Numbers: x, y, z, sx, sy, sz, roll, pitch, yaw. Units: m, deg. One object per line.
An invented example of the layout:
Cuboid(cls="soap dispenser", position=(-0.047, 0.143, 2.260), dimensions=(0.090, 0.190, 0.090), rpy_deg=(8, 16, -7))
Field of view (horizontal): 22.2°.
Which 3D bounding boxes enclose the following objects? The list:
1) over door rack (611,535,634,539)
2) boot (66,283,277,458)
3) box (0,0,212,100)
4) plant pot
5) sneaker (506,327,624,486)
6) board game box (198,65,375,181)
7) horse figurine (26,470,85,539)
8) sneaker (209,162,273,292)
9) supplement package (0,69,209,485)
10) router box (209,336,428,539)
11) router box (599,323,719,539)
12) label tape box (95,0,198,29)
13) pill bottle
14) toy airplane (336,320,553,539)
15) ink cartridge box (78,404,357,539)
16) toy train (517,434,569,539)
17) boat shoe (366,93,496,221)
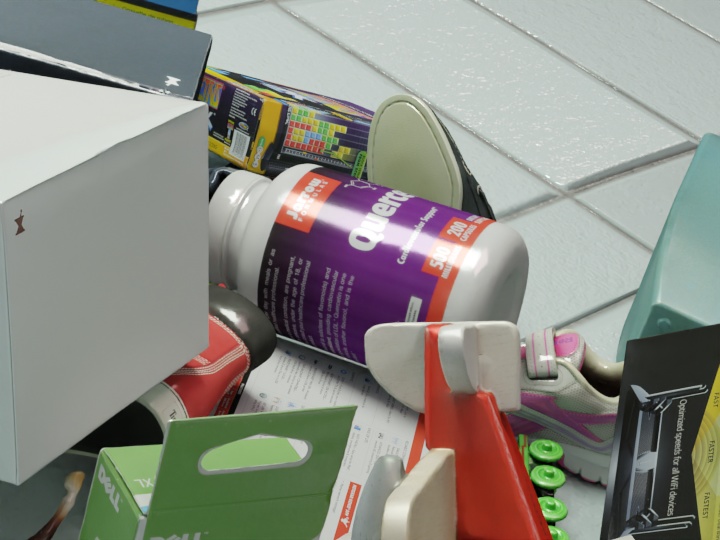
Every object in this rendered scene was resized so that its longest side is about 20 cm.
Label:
Cuboid(cls="over door rack", position=(0.090, 0.237, 0.949), dimensions=(0.199, 0.067, 0.148), rpy_deg=(-18, 41, -16))
Cuboid(cls="boot", position=(-0.156, 0.044, 1.100), dimensions=(0.199, 0.073, 0.144), rpy_deg=(12, 33, 26))
Cuboid(cls="box", position=(-0.192, -0.063, 1.172), dimensions=(0.147, 0.201, 0.107), rpy_deg=(16, 30, -5))
Cuboid(cls="plant pot", position=(0.271, 0.024, 1.357), dimensions=(0.140, 0.142, 0.200), rpy_deg=(25, 37, 12))
Cuboid(cls="sneaker", position=(0.111, 0.074, 1.228), dimensions=(0.198, 0.089, 0.082), rpy_deg=(13, 30, -10))
Cuboid(cls="board game box", position=(-0.046, -0.104, 1.387), dimensions=(0.164, 0.057, 0.200), rpy_deg=(10, 10, -29))
Cuboid(cls="horse figurine", position=(-0.232, 0.139, 0.929), dimensions=(0.198, 0.050, 0.133), rpy_deg=(14, 61, 8))
Cuboid(cls="sneaker", position=(-0.089, -0.040, 1.311), dimensions=(0.073, 0.081, 0.200), rpy_deg=(19, 27, -1))
Cuboid(cls="supplement package", position=(-0.209, -0.010, 0.960), dimensions=(0.199, 0.148, 0.191), rpy_deg=(11, 23, 24))
Cuboid(cls="router box", position=(-0.032, 0.123, 1.106), dimensions=(0.178, 0.049, 0.200), rpy_deg=(19, 30, 1))
Cuboid(cls="router box", position=(0.227, 0.121, 1.094), dimensions=(0.156, 0.052, 0.201), rpy_deg=(-13, 46, 32))
Cuboid(cls="label tape box", position=(-0.195, -0.163, 1.336), dimensions=(0.143, 0.201, 0.063), rpy_deg=(15, 29, -6))
Cuboid(cls="pill bottle", position=(0.000, 0.000, 1.175), dimensions=(0.199, 0.113, 0.112), rpy_deg=(18, 28, 19))
Cuboid(cls="toy airplane", position=(0.039, 0.120, 0.896), dimensions=(0.140, 0.200, 0.200), rpy_deg=(-23, 41, 13))
Cuboid(cls="ink cartridge box", position=(-0.080, 0.137, 0.898), dimensions=(0.103, 0.201, 0.059), rpy_deg=(-1, 30, -31))
Cuboid(cls="toy train", position=(0.098, 0.166, 1.119), dimensions=(0.056, 0.042, 0.200), rpy_deg=(6, 30, -1))
Cuboid(cls="boat shoe", position=(0.065, -0.032, 1.309), dimensions=(0.066, 0.074, 0.201), rpy_deg=(-25, 92, -57))
